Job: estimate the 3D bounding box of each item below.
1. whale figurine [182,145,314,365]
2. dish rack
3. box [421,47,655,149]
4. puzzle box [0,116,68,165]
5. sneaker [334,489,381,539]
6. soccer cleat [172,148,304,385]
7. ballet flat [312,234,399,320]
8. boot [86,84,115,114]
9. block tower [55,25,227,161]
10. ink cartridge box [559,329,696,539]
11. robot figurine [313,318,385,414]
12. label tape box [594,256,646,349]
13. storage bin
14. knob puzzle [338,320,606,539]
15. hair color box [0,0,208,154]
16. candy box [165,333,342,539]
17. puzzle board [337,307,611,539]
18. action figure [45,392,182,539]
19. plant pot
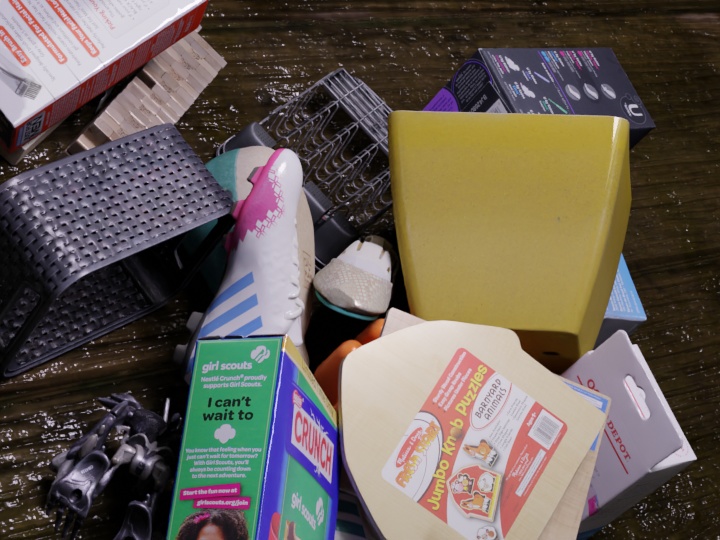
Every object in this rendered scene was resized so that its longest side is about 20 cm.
[{"bbox_3d":[-0.093,0.000,1.511,0.159,0.103,0.201,35,46,-76],"label":"whale figurine"},{"bbox_3d":[-0.023,-0.101,1.678,0.153,0.055,0.200,48,39,1],"label":"dish rack"},{"bbox_3d":[0.175,-0.146,1.825,0.199,0.122,0.106,-7,62,-42],"label":"box"},{"bbox_3d":[-0.286,-0.186,1.546,0.133,0.025,0.200,43,41,-4],"label":"puzzle box"},{"bbox_3d":[-0.038,0.194,1.407,0.093,0.070,0.200,-21,75,-53],"label":"sneaker"},{"bbox_3d":[-0.070,0.009,1.398,0.086,0.201,0.070,24,9,9],"label":"soccer cleat"},{"bbox_3d":[0.000,0.000,1.538,0.067,0.063,0.200,21,4,1],"label":"ballet flat"},{"bbox_3d":[-0.261,-0.236,1.538,0.200,0.077,0.139,35,48,-7],"label":"boot"},{"bbox_3d":[-0.183,-0.141,1.570,0.058,0.054,0.200,44,41,-13],"label":"block tower"},{"bbox_3d":[0.203,0.143,1.553,0.068,0.200,0.116,-6,62,-42],"label":"ink cartridge box"},{"bbox_3d":[0.048,0.139,1.493,0.200,0.117,0.144,51,11,5],"label":"robot figurine"},{"bbox_3d":[0.161,-0.004,1.744,0.199,0.066,0.144,5,54,-32],"label":"label tape box"},{"bbox_3d":[-0.205,-0.018,1.388,0.094,0.135,0.200,52,41,11],"label":"storage bin"},{"bbox_3d":[0.065,0.127,1.404,0.219,0.030,0.221,5,73,-17],"label":"knob puzzle"},{"bbox_3d":[-0.234,-0.198,1.472,0.200,0.064,0.111,-37,84,-23],"label":"hair color box"},{"bbox_3d":[-0.072,0.170,1.299,0.169,0.077,0.201,60,30,-59],"label":"candy box"},{"bbox_3d":[0.090,0.134,1.435,0.199,0.017,0.151,22,68,-11],"label":"puzzle board"},{"bbox_3d":[-0.167,0.155,1.317,0.119,0.102,0.200,36,14,1],"label":"action figure"},{"bbox_3d":[0.124,-0.014,1.558,0.199,0.200,0.177,3,72,10],"label":"plant pot"}]
